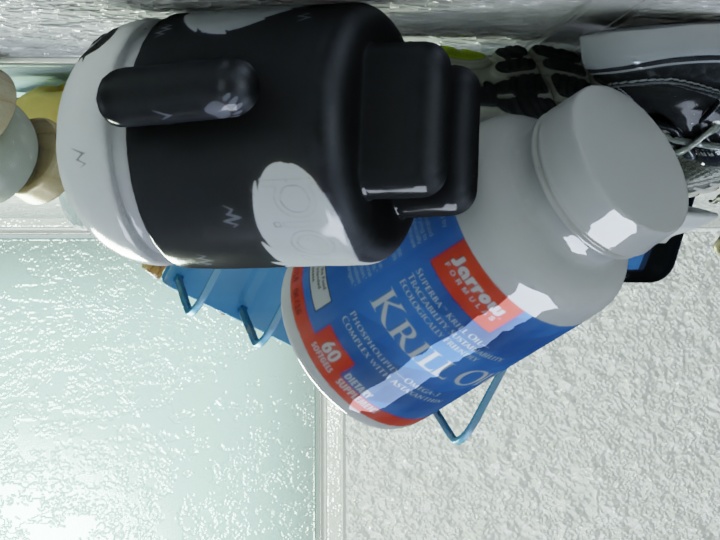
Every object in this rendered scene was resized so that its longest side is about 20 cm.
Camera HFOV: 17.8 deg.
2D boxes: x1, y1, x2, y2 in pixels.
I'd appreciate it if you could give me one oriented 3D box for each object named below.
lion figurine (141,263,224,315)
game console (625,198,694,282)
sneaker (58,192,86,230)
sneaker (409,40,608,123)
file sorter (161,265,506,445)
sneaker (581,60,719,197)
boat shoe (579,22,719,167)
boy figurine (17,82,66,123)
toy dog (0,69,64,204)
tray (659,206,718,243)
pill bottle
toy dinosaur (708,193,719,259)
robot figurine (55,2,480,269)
[{"bbox_3d":[-0.108,-0.046,1.664,0.072,0.123,0.200,39,-178,18],"label":"lion figurine"},{"bbox_3d":[0.188,-0.051,1.730,0.199,0.119,0.171,0,179,-23],"label":"game console"},{"bbox_3d":[-0.150,-0.069,1.768,0.112,0.078,0.200,2,178,-33],"label":"sneaker"},{"bbox_3d":[0.068,-0.073,1.219,0.199,0.080,0.078,6,-141,-6],"label":"sneaker"},{"bbox_3d":[0.000,0.000,1.420,0.200,0.139,0.123,26,-173,-13],"label":"file sorter"},{"bbox_3d":[0.135,-0.081,1.291,0.199,0.078,0.082,-1,177,13],"label":"sneaker"},{"bbox_3d":[0.180,-0.088,1.180,0.072,0.068,0.200,-1,178,37],"label":"boat shoe"},{"bbox_3d":[-0.156,-0.085,1.417,0.124,0.065,0.200,6,178,-27],"label":"boy figurine"},{"bbox_3d":[-0.257,-0.061,1.342,0.132,0.097,0.200,31,158,-30],"label":"toy dog"},{"bbox_3d":[0.092,-0.039,1.303,0.200,0.022,0.107,13,-173,41],"label":"tray"},{"bbox_3d":[0.063,-0.009,1.154,0.112,0.113,0.200,1,152,-47],"label":"pill bottle"},{"bbox_3d":[0.225,-0.078,1.374,0.088,0.047,0.200,38,159,18],"label":"toy dinosaur"},{"bbox_3d":[-0.045,-0.065,1.082,0.199,0.151,0.125,-1,-139,23],"label":"robot figurine"}]
